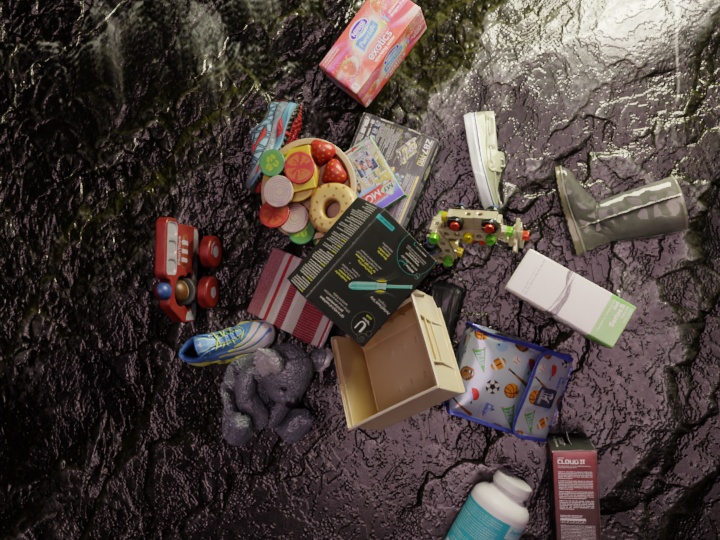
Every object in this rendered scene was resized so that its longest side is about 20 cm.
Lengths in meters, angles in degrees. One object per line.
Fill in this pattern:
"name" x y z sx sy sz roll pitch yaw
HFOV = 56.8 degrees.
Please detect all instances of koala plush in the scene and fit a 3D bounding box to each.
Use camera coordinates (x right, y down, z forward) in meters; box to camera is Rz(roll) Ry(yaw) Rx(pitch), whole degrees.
"koala plush" -0.156 0.202 1.239 0.200 0.177 0.184 -48 49 39

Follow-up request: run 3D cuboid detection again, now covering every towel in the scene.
"towel" -0.123 0.052 1.308 0.199 0.023 0.145 23 90 32

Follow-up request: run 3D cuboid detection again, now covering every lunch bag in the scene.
"lunch bag" 0.267 0.202 1.199 0.199 0.124 0.171 19 92 -1

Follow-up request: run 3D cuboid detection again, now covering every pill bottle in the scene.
"pill bottle" 0.229 0.461 1.196 0.110 0.111 0.201 29 94 12

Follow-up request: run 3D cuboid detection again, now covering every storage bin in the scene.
"storage bin" 0.061 0.163 1.201 0.200 0.094 0.199 -33 55 29

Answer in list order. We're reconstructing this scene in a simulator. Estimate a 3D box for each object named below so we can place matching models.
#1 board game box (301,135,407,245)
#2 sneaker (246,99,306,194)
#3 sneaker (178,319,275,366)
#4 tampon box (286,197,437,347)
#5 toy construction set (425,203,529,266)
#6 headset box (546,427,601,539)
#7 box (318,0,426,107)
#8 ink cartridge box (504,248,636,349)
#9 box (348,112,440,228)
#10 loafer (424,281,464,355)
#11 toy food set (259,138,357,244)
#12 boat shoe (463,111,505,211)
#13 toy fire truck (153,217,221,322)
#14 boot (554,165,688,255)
"board game box" -0.029 -0.147 1.279 0.200 0.029 0.135 -32 79 12
"sneaker" -0.186 -0.251 1.352 0.095 0.079 0.201 25 86 25
"sneaker" -0.271 0.151 1.326 0.199 0.105 0.076 -20 83 11
"tampon box" 0.000 0.000 1.176 0.200 0.126 0.150 -48 116 -3
"toy construction set" 0.210 -0.063 1.224 0.199 0.131 0.092 -6 45 12
"headset box" 0.366 0.376 1.151 0.077 0.149 0.201 -4 87 12
"box" 0.025 -0.436 1.293 0.103 0.095 0.200 40 96 12
"ink cartridge box" 0.361 0.048 1.169 0.200 0.145 0.084 31 94 12
"box" 0.044 -0.187 1.301 0.161 0.049 0.201 22 92 15
"loafer" 0.141 0.120 1.258 0.070 0.068 0.202 13 85 21
"toy food set" -0.103 -0.151 1.260 0.197 0.049 0.201 -11 86 15
"boat shoe" 0.239 -0.207 1.247 0.062 0.072 0.201 -12 82 14
"toy fire truck" -0.362 0.002 1.321 0.112 0.168 0.201 2 88 13
"boot" 0.463 -0.129 1.193 0.199 0.073 0.183 -18 97 18
